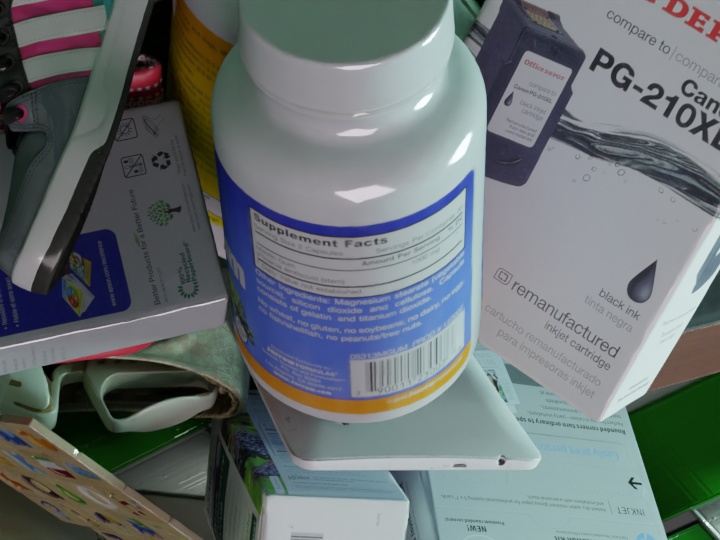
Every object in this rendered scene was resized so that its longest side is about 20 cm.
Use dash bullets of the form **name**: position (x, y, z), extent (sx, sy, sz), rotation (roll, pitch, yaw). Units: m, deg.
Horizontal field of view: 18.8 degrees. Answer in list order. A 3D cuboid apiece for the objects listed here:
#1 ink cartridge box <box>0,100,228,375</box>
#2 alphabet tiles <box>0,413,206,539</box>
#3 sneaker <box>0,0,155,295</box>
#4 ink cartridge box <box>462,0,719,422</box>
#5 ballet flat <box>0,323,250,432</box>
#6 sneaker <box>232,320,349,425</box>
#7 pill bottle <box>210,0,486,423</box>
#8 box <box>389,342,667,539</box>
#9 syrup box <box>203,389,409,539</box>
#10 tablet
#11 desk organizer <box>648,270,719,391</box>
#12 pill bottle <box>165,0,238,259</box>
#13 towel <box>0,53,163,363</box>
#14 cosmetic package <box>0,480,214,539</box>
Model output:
- **ink cartridge box**: position (-0.163, -0.006, 0.937), extent (0.198, 0.100, 0.039), rotation (-11, 160, -12)
- **alphabet tiles**: position (-0.170, 0.111, 1.186), extent (0.200, 0.006, 0.166), rotation (40, 159, -30)
- **sneaker**: position (-0.152, -0.097, 0.901), extent (0.120, 0.202, 0.084), rotation (16, 158, -8)
- **ink cartridge box**: position (0.110, -0.058, 0.992), extent (0.201, 0.144, 0.084), rotation (-62, 163, 17)
- **ballet flat**: position (-0.155, 0.059, 1.187), extent (0.198, 0.063, 0.068), rotation (-4, 143, -12)
- **sneaker**: position (0.000, 0.000, 1.095), extent (0.080, 0.200, 0.074), rotation (33, 116, 3)
- **pill bottle**: position (-0.004, -0.040, 0.888), extent (0.111, 0.113, 0.201), rotation (-10, 139, -6)
- **box**: position (0.085, 0.105, 1.209), extent (0.155, 0.201, 0.041), rotation (8, 138, -27)
- **syrup box**: position (-0.035, 0.130, 1.197), extent (0.081, 0.200, 0.080), rotation (4, 102, -13)
- **tablet**: position (0.003, 0.047, 1.121), extent (0.129, 0.200, 0.014), rotation (2, 117, -19)
- **desk organizer**: position (0.211, 0.000, 1.114), extent (0.198, 0.072, 0.077), rotation (-13, 155, -18)
- **pill bottle**: position (-0.033, -0.101, 0.984), extent (0.108, 0.110, 0.201), rotation (-5, 142, -12)
- **towel**: position (-0.162, -0.018, 1.021), extent (0.143, 0.023, 0.201), rotation (-8, 142, -12)
- **cosmetic package**: position (-0.168, 0.192, 1.321), extent (0.198, 0.104, 0.073), rotation (7, 138, -27)
